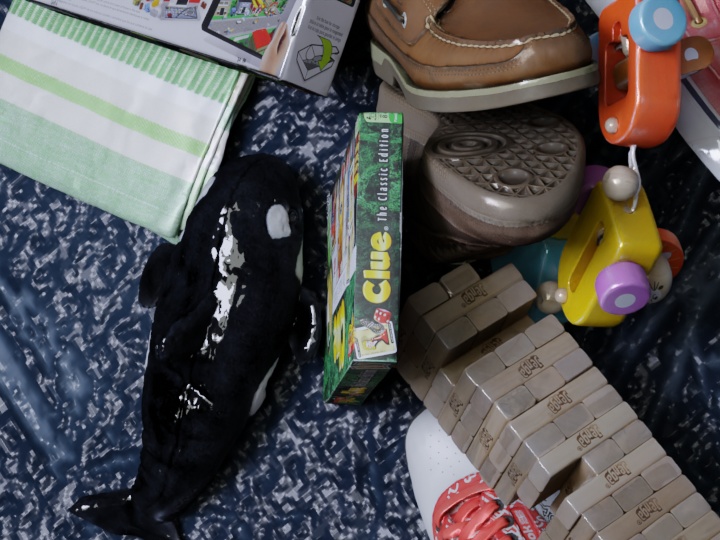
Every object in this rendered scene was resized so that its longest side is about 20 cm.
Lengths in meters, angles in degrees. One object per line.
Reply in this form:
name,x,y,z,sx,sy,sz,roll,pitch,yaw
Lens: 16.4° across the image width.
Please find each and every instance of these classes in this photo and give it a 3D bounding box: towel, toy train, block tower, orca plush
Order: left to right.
towel,-0.108,-0.130,1.267,0.152,0.023,0.201,24,93,24
orca plush,-0.090,0.037,1.198,0.105,0.071,0.201,39,105,25
block tower,0.094,0.087,1.073,0.054,0.058,0.200,-30,72,-25
toy train,0.108,-0.044,1.107,0.055,0.200,0.151,4,75,-18

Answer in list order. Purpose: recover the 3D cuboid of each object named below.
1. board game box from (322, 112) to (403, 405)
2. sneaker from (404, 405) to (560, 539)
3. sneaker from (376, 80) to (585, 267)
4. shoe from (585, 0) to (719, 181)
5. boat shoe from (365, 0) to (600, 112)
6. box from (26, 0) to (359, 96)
board game box,0.000,0.000,1.114,0.023,0.200,0.106,-1,81,-5
sneaker,0.068,0.139,1.109,0.067,0.108,0.202,-32,72,14
sneaker,0.055,-0.033,1.099,0.070,0.200,0.076,-8,109,-8
shoe,0.173,-0.107,1.122,0.091,0.071,0.201,-41,66,16
boat shoe,0.043,-0.113,1.091,0.071,0.200,0.068,-12,104,-18
box,-0.077,-0.160,1.196,0.199,0.035,0.111,21,92,42
